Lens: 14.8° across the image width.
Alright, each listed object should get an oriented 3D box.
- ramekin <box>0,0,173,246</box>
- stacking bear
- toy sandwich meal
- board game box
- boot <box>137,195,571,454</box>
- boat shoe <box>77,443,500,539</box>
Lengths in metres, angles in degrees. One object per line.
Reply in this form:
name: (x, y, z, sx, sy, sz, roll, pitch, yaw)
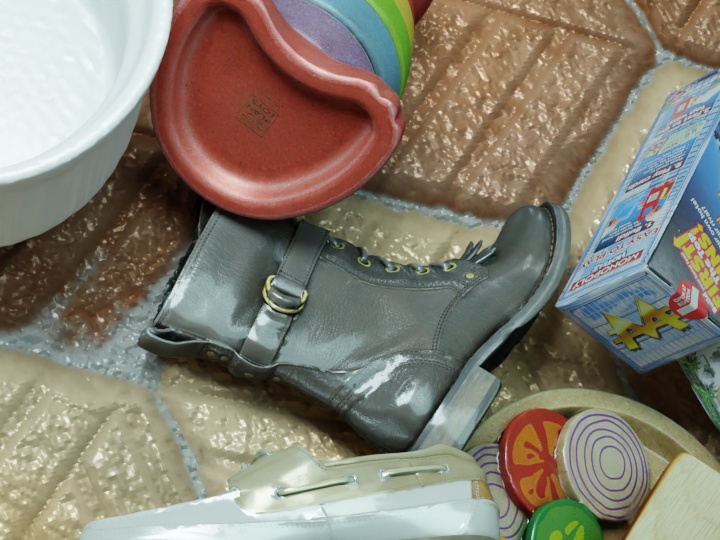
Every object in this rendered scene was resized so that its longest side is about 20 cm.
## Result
ramekin: (-0.189, -0.105, 1.276, 0.200, 0.098, 0.201, 4, 63, -7)
stacking bear: (-0.019, -0.120, 1.372, 0.121, 0.114, 0.200, 37, 37, -4)
toy sandwich meal: (0.134, 0.142, 1.351, 0.205, 0.070, 0.205, 11, 62, -21)
board game box: (0.188, 0.016, 1.411, 0.200, 0.062, 0.200, -36, 97, -52)
boot: (0.000, 0.000, 1.362, 0.174, 0.069, 0.200, 31, 49, 0)
boat shoe: (-0.035, 0.120, 1.272, 0.200, 0.075, 0.068, 0, 60, -12)
